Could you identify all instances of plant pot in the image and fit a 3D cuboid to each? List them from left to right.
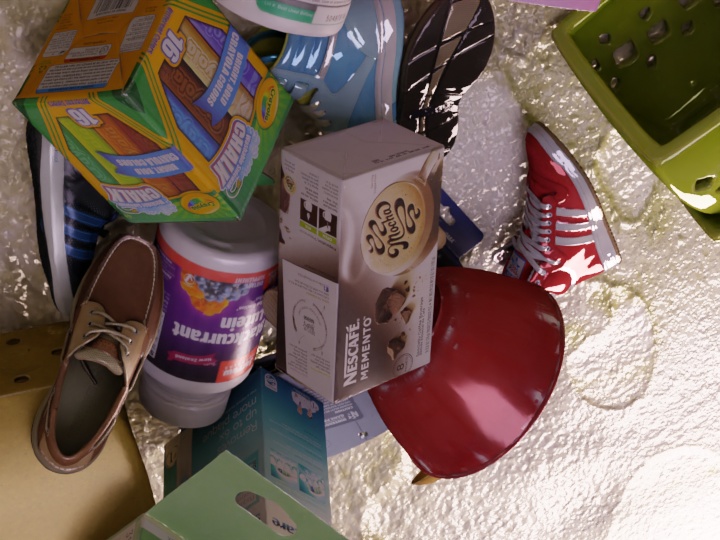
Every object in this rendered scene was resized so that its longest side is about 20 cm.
[{"bbox_3d":[-0.283,0.162,1.418,0.194,0.194,0.201,-10,117,-14],"label":"plant pot"},{"bbox_3d":[0.314,-0.159,1.394,0.200,0.199,0.181,-36,138,8],"label":"plant pot"}]

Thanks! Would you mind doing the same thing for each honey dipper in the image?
[{"bbox_3d":[0.000,0.000,1.417,0.199,0.038,0.038,-25,138,-37],"label":"honey dipper"}]

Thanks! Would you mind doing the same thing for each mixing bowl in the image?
[{"bbox_3d":[0.073,0.073,1.446,0.108,0.200,0.200,34,110,-31],"label":"mixing bowl"}]

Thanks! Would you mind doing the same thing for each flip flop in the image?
[{"bbox_3d":[0.058,-0.165,1.380,0.081,0.058,0.200,-12,146,-19],"label":"flip flop"}]

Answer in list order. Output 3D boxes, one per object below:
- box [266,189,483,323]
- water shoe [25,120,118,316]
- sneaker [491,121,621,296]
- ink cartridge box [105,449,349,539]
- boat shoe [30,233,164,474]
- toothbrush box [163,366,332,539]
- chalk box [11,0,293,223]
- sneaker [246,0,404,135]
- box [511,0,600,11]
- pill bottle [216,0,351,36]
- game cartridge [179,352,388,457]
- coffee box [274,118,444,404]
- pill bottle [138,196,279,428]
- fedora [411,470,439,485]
[{"bbox_3d":[0.014,0.005,1.509,0.200,0.032,0.121,-39,131,9],"label":"box"},{"bbox_3d":[-0.228,-0.046,1.344,0.078,0.072,0.201,-11,130,-16],"label":"water shoe"},{"bbox_3d":[0.165,-0.043,1.504,0.112,0.071,0.200,-32,134,1],"label":"sneaker"},{"bbox_3d":[-0.128,0.248,1.331,0.145,0.048,0.200,39,122,-24],"label":"ink cartridge box"},{"bbox_3d":[-0.206,0.069,1.308,0.075,0.074,0.201,18,79,-12],"label":"boat shoe"},{"bbox_3d":[-0.104,0.214,1.461,0.085,0.201,0.146,32,124,-31],"label":"toothbrush box"},{"bbox_3d":[-0.145,-0.116,1.256,0.124,0.124,0.200,-2,144,37],"label":"chalk box"},{"bbox_3d":[-0.038,-0.142,1.341,0.130,0.080,0.201,-7,119,-19],"label":"sneaker"},{"bbox_3d":[0.124,-0.318,1.181,0.096,0.200,0.177,4,125,-24],"label":"box"},{"bbox_3d":[-0.036,-0.285,1.195,0.113,0.113,0.201,8,117,-27],"label":"pill bottle"},{"bbox_3d":[-0.069,0.134,1.552,0.199,0.041,0.134,-18,129,11],"label":"game cartridge"},{"bbox_3d":[-0.002,-0.008,1.315,0.113,0.080,0.201,-20,125,-38],"label":"coffee box"},{"bbox_3d":[-0.138,0.037,1.420,0.111,0.112,0.201,1,127,-23],"label":"pill bottle"},{"bbox_3d":[0.101,0.119,1.577,0.082,0.201,0.201,45,106,0],"label":"fedora"}]
